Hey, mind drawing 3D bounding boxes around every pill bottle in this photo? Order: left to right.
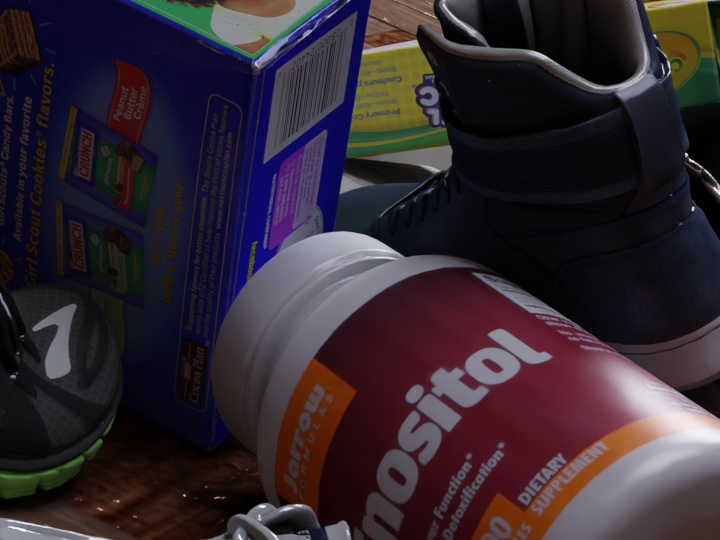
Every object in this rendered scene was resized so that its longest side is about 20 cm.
[{"bbox_3d":[0.039,0.065,0.943,0.113,0.113,0.200,10,16,-41],"label":"pill bottle"}]

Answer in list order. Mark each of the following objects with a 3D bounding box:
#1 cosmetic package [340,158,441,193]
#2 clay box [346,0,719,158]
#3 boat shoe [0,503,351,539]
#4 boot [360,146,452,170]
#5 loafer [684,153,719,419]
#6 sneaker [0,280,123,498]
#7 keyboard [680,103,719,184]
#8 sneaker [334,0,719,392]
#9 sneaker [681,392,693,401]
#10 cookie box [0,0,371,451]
[{"bbox_3d":[0.000,0.000,1.233,0.105,0.071,0.200,28,14,34],"label":"cosmetic package"},{"bbox_3d":[0.087,-0.085,1.261,0.199,0.048,0.115,-7,5,14],"label":"clay box"},{"bbox_3d":[-0.022,0.097,0.816,0.199,0.066,0.074,19,13,-13],"label":"boat shoe"},{"bbox_3d":[0.027,-0.041,1.422,0.200,0.073,0.090,37,-5,-37],"label":"boot"},{"bbox_3d":[0.113,-0.019,1.083,0.072,0.063,0.200,-13,37,-24],"label":"loafer"},{"bbox_3d":[-0.129,0.022,0.907,0.077,0.084,0.200,27,14,22],"label":"sneaker"},{"bbox_3d":[0.134,-0.062,1.336,0.200,0.104,0.040,36,-25,55],"label":"keyboard"},{"bbox_3d":[0.040,-0.045,1.020,0.202,0.147,0.077,11,42,47],"label":"sneaker"},{"bbox_3d":[0.162,0.094,1.098,0.199,0.077,0.111,13,24,-10],"label":"sneaker"},{"bbox_3d":[-0.106,-0.058,1.052,0.200,0.172,0.075,27,40,21],"label":"cookie box"}]
